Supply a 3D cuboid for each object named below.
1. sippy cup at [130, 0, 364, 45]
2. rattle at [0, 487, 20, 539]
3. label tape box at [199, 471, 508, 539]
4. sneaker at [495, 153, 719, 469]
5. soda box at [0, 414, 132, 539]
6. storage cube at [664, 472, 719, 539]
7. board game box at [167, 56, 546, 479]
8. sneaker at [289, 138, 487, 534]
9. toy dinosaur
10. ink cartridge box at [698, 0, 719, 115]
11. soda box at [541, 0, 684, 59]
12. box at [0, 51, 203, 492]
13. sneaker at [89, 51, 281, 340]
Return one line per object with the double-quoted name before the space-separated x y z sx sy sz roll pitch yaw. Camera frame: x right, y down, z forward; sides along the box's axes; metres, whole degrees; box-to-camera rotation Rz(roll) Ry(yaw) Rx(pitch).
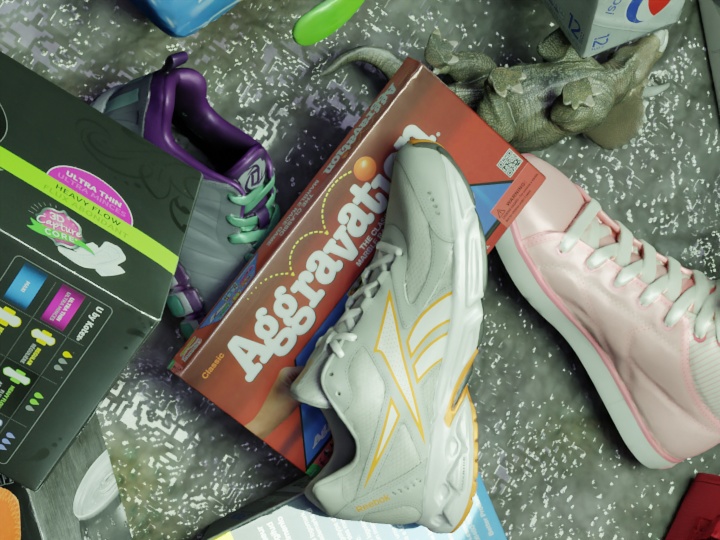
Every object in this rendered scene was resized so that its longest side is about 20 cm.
"sippy cup" -0.080 -0.194 1.214 0.130 0.178 0.140 -43 129 -4
"rattle" -0.178 0.220 1.136 0.143 0.130 0.200 40 98 0
"label tape box" -0.015 0.183 1.243 0.200 0.063 0.144 -25 95 -18
"sneaker" 0.156 0.009 1.279 0.200 0.105 0.075 57 39 -12
"soda box" -0.147 0.177 1.187 0.071 0.063 0.200 -20 95 -57
"storage cube" 0.248 0.231 1.270 0.200 0.171 0.180 31 80 -15
"board game box" 0.000 0.000 1.217 0.103 0.019 0.200 39 86 -30
"sneaker" 0.012 0.034 1.181 0.092 0.076 0.201 0 96 -10
"toy dinosaur" 0.081 -0.091 1.279 0.200 0.102 0.077 -11 65 -5
"ink cartridge box" 0.266 -0.186 1.345 0.145 0.085 0.201 -11 92 -19
"soda box" 0.099 -0.213 1.251 0.063 0.068 0.200 -22 62 -18
"box" -0.197 -0.020 1.128 0.200 0.149 0.124 30 118 -13
"sneaker" -0.063 -0.016 1.217 0.200 0.087 0.074 52 51 -9
